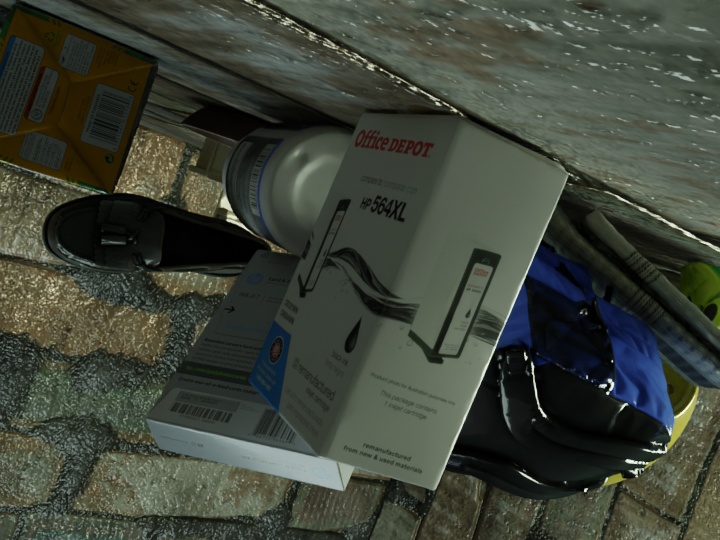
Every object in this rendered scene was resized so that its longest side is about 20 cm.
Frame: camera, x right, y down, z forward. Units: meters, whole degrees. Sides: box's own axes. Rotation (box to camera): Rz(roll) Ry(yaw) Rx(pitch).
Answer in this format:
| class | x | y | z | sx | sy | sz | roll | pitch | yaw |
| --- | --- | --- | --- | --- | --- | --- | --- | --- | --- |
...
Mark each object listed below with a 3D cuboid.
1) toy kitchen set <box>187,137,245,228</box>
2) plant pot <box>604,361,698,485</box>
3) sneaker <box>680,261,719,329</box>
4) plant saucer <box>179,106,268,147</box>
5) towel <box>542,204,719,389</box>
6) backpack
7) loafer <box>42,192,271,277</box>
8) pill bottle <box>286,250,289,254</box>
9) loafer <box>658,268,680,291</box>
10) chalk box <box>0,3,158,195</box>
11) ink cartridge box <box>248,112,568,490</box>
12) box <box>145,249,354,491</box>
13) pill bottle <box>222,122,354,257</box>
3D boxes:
| class | x | y | z | sx | sy | sz | roll | pitch | yaw |
| --- | --- | --- | --- | --- | --- | --- | --- | --- | --- |
| toy kitchen set | -0.170 | -0.120 | 1.470 | 0.200 | 0.163 | 0.180 | 18 | -177 | -37 |
| plant pot | 0.252 | 0.109 | 0.875 | 0.200 | 0.200 | 0.142 | 20 | 161 | -7 |
| sneaker | 0.330 | 0.033 | 0.779 | 0.083 | 0.074 | 0.200 | -12 | 163 | 21 |
| plant saucer | -0.111 | -0.149 | 1.033 | 0.200 | 0.035 | 0.200 | 19 | -177 | -1 |
| towel | 0.226 | 0.021 | 0.725 | 0.200 | 0.035 | 0.193 | 44 | -177 | 13 |
| backpack | 0.126 | 0.066 | 0.642 | 0.200 | 0.168 | 0.162 | 28 | 139 | -25 |
| loafer | -0.170 | -0.029 | 0.773 | 0.200 | 0.072 | 0.063 | 5 | 178 | -39 |
| pill bottle | 0.000 | 0.000 | 0.876 | 0.109 | 0.109 | 0.200 | 19 | -163 | -29 |
| loafer | 0.386 | 0.049 | 0.917 | 0.200 | 0.072 | 0.063 | 27 | -159 | 19 |
| chalk box | -0.275 | -0.151 | 0.796 | 0.124 | 0.125 | 0.200 | 19 | -179 | -25 |
| ink cartridge box | 0.022 | 0.008 | 0.546 | 0.084 | 0.200 | 0.146 | 22 | -179 | -25 |
| box | -0.052 | 0.068 | 0.701 | 0.156 | 0.200 | 0.041 | 8 | 134 | 19 |
| pill bottle | -0.060 | -0.078 | 0.807 | 0.114 | 0.114 | 0.200 | 19 | -177 | -23 |
